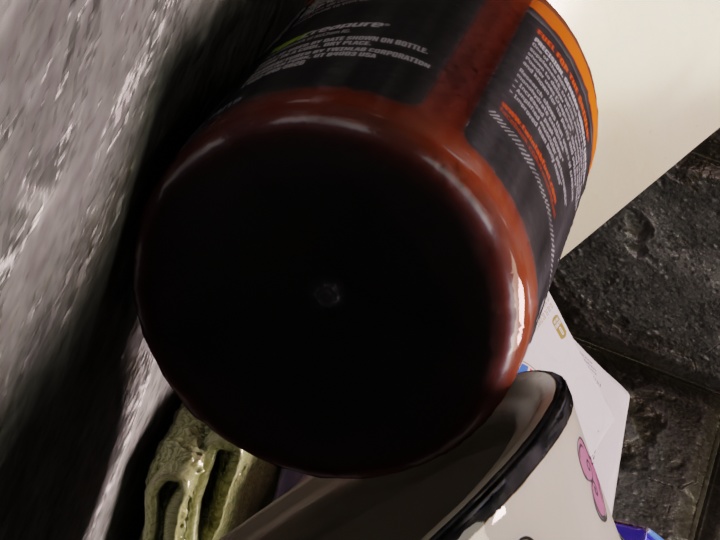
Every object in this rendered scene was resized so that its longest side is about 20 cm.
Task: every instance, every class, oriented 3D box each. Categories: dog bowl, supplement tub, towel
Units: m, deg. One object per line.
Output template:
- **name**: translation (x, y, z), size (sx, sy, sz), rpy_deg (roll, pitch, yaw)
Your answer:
- **dog bowl**: translation (-0.010, 0.113, 0.547), size (0.200, 0.074, 0.200), rpy_deg (-34, -175, 4)
- **supplement tub**: translation (0.013, -0.030, 0.601), size (0.200, 0.107, 0.107), rpy_deg (-59, 169, -62)
- **towel**: translation (-0.055, 0.089, 0.772), size (0.200, 0.036, 0.149), rpy_deg (-56, 165, -68)

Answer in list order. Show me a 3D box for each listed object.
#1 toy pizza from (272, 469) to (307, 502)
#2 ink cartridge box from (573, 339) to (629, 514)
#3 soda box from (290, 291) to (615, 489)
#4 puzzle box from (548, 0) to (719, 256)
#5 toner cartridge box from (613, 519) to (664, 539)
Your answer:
- **toy pizza**: translation (0.016, 0.147, 0.828), size (0.200, 0.032, 0.201), rpy_deg (35, 47, -47)
- **ink cartridge box**: translation (0.033, 0.138, 1.072), size (0.200, 0.084, 0.176), rpy_deg (-35, -159, 31)
- **soda box**: translation (0.030, 0.082, 0.786), size (0.064, 0.068, 0.200), rpy_deg (-22, -168, 32)
- **puzzle box**: translation (0.093, -0.114, 0.746), size (0.133, 0.025, 0.200), rpy_deg (-37, 137, -22)
- **toner cartridge box**: translation (0.083, 0.203, 0.813), size (0.095, 0.043, 0.201), rpy_deg (41, 62, -60)
